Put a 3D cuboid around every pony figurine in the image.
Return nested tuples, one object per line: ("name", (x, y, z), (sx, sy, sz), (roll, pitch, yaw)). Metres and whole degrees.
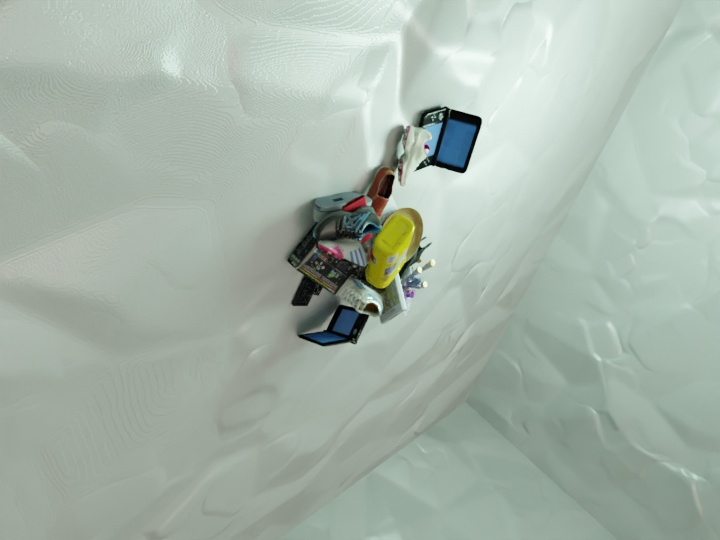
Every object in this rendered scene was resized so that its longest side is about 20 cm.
("pony figurine", (0.168, 0.043, 2.006), (0.199, 0.166, 0.194), (-23, -145, 51))

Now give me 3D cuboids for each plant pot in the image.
("plant pot", (0.124, -0.111, 1.763), (0.199, 0.027, 0.202), (-20, 124, -33))

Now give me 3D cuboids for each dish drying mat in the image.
("dish drying mat", (-0.008, -0.141, 1.592), (0.076, 0.018, 0.201), (-29, 149, -9))

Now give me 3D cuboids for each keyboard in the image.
("keyboard", (-0.139, 0.035, 1.730), (0.104, 0.040, 0.201), (-2, 126, -52))

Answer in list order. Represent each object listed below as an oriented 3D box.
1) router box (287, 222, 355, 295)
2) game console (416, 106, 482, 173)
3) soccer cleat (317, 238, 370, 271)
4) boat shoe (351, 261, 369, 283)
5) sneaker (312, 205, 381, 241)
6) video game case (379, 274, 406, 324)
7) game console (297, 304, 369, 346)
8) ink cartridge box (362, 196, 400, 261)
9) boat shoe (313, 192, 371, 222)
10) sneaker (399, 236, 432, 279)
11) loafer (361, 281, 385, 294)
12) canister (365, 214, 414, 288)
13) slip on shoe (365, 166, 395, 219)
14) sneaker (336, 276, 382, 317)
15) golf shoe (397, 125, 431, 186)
("router box", (-0.102, -0.034, 1.633), (0.150, 0.062, 0.200), (-52, 136, 0))
("game console", (0.264, -0.395, 1.713), (0.175, 0.116, 0.201), (-26, 142, -37))
("soccer cleat", (-0.045, -0.068, 1.572), (0.199, 0.069, 0.087), (26, 87, -49))
("boat shoe", (0.000, 0.000, 1.738), (0.057, 0.198, 0.069), (-78, -175, -59))
("sneaker", (-0.034, -0.120, 1.499), (0.198, 0.082, 0.074), (-20, 147, -21))
("video game case", (0.090, 0.064, 1.869), (0.023, 0.202, 0.182), (-5, 162, -23))
("game console", (-0.091, 0.183, 1.838), (0.116, 0.199, 0.177), (34, 76, -30))
("ink cartridge box", (0.071, -0.117, 1.749), (0.160, 0.047, 0.201), (-39, 116, -21))
("boat shoe", (-0.055, -0.169, 1.582), (0.201, 0.075, 0.087), (-17, 137, -41))
("sneaker", (0.166, -0.032, 1.927), (0.200, 0.060, 0.104), (-53, 165, 24))
("loafer", (-0.014, 0.046, 1.835), (0.198, 0.077, 0.068), (14, 139, -18))
("canister", (0.086, -0.055, 1.605), (0.149, 0.086, 0.201), (-51, 168, -26))
("slip on shoe", (0.054, -0.214, 1.652), (0.073, 0.061, 0.202), (13, 102, -33))
("sneaker", (-0.012, 0.084, 1.759), (0.198, 0.081, 0.077), (25, 119, -17))
("golf shoe", (0.163, -0.342, 1.661), (0.090, 0.076, 0.201), (4, 134, -6))
